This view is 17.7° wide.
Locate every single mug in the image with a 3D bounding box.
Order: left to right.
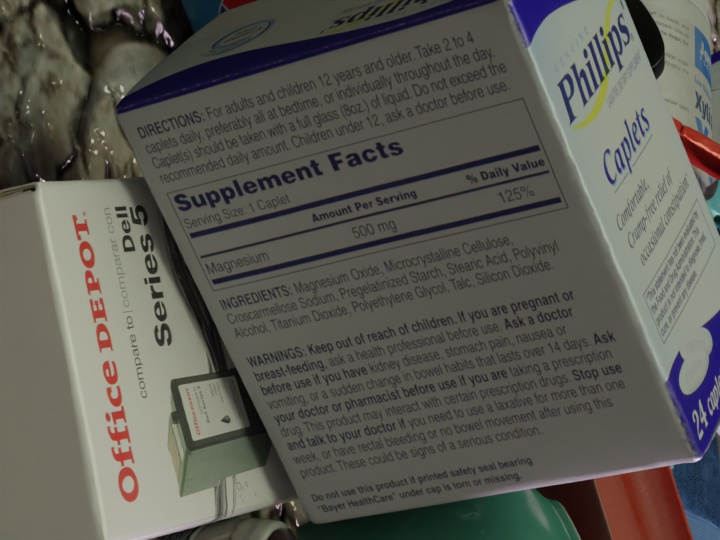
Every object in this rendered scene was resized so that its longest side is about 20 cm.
[{"bbox_3d":[0.048,0.158,1.032,0.185,0.114,0.153,-118,-173,-70],"label":"mug"}]

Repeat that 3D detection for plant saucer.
[{"bbox_3d":[0.128,0.119,1.170,0.200,0.037,0.201,41,30,-58],"label":"plant saucer"}]

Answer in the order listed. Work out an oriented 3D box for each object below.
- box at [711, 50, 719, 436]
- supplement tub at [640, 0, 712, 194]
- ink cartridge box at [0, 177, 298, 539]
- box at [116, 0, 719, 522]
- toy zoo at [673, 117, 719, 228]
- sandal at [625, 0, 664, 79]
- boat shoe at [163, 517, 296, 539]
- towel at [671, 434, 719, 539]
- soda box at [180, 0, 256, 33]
[{"bbox_3d":[0.255,-0.033,1.411,0.105,0.183,0.201,45,24,-53],"label":"box"},{"bbox_3d":[0.140,-0.071,1.346,0.132,0.131,0.201,35,51,-48],"label":"supplement tub"},{"bbox_3d":[-0.092,0.038,0.973,0.200,0.084,0.147,-8,85,-59],"label":"ink cartridge box"},{"bbox_3d":[0.034,-0.019,0.925,0.201,0.183,0.105,65,33,-19],"label":"box"},{"bbox_3d":[0.152,-0.025,1.241,0.199,0.020,0.132,28,60,-12],"label":"toy zoo"},{"bbox_3d":[0.091,-0.173,1.299,0.200,0.076,0.043,48,-15,19],"label":"sandal"},{"bbox_3d":[-0.032,0.206,1.020,0.071,0.069,0.202,-9,86,-59],"label":"boat shoe"},{"bbox_3d":[0.191,0.155,1.423,0.111,0.048,0.201,33,52,-50],"label":"towel"},{"bbox_3d":[-0.023,-0.086,1.098,0.068,0.064,0.201,12,51,-57],"label":"soda box"}]
